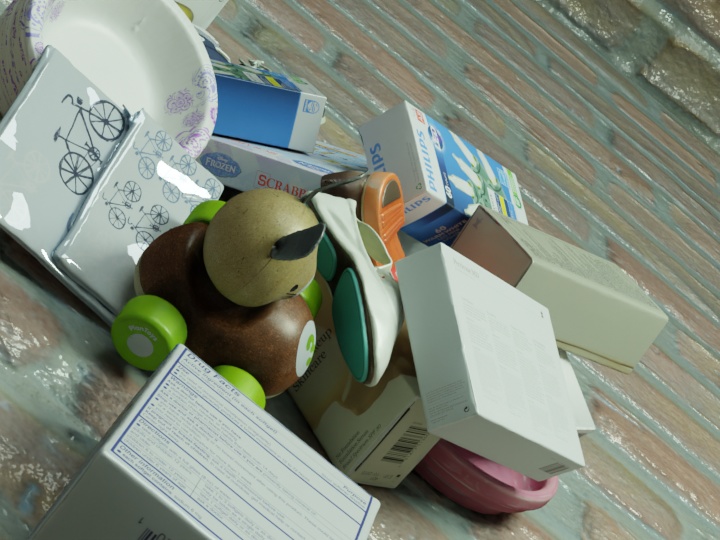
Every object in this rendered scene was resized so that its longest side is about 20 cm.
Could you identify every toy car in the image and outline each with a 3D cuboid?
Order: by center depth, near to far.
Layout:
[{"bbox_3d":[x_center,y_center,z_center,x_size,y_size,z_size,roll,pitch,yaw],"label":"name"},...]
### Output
[{"bbox_3d":[-0.066,0.000,1.471,0.158,0.200,0.164,42,40,-11],"label":"toy car"}]

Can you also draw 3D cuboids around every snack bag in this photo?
[{"bbox_3d":[-0.210,-0.067,1.538,0.200,0.021,0.189,43,45,-21],"label":"snack bag"}]

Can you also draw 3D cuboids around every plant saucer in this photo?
[{"bbox_3d":[0.088,0.147,1.737,0.200,0.051,0.201,36,20,-15],"label":"plant saucer"}]

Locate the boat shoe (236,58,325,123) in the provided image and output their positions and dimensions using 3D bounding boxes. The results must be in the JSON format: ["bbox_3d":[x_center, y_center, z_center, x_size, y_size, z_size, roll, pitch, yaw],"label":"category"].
[{"bbox_3d":[-0.124,-0.183,1.946,0.199,0.062,0.075,6,7,-23],"label":"boat shoe"}]

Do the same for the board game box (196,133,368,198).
[{"bbox_3d":[-0.069,-0.100,1.868,0.200,0.041,0.199,19,12,23],"label":"board game box"}]

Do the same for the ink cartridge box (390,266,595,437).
[{"bbox_3d":[0.121,0.072,1.745,0.200,0.045,0.177,7,57,-57],"label":"ink cartridge box"}]

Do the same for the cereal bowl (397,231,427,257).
[{"bbox_3d":[0.080,0.035,1.911,0.200,0.083,0.200,36,20,-15],"label":"cereal bowl"}]

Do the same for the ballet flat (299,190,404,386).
[{"bbox_3d":[0.002,0.008,1.580,0.069,0.069,0.200,22,33,-42],"label":"ballet flat"}]

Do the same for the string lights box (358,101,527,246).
[{"bbox_3d":[0.084,-0.072,1.843,0.200,0.059,0.103,28,42,-50],"label":"string lights box"}]

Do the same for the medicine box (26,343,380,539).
[{"bbox_3d":[-0.100,0.169,1.270,0.182,0.103,0.200,39,19,-4],"label":"medicine box"}]

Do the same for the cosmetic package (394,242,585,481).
[{"bbox_3d":[0.109,0.079,1.596,0.200,0.052,0.151,30,46,-54],"label":"cosmetic package"}]

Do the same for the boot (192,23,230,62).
[{"bbox_3d":[-0.193,-0.224,1.972,0.090,0.073,0.200,46,19,31],"label":"boot"}]

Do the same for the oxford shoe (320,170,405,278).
[{"bbox_3d":[0.000,0.000,1.748,0.073,0.201,0.071,9,26,21],"label":"oxford shoe"}]

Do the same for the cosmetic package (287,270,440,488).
[{"bbox_3d":[-0.009,0.076,1.635,0.071,0.105,0.200,16,29,-48],"label":"cosmetic package"}]

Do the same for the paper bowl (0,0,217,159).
[{"bbox_3d":[-0.229,-0.158,1.662,0.200,0.104,0.201,23,53,-35],"label":"paper bowl"}]

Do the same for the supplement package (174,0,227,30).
[{"bbox_3d":[-0.242,-0.349,2.033,0.200,0.152,0.151,15,32,-50],"label":"supplement package"}]

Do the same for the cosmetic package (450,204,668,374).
[{"bbox_3d":[0.183,0.019,1.807,0.200,0.073,0.104,21,20,-39],"label":"cosmetic package"}]

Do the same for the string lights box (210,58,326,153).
[{"bbox_3d":[-0.143,-0.166,1.838,0.199,0.059,0.103,11,13,-18],"label":"string lights box"}]
